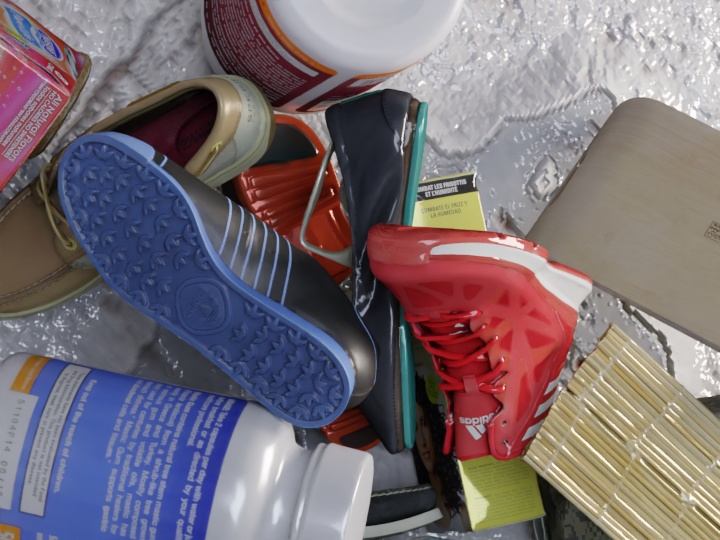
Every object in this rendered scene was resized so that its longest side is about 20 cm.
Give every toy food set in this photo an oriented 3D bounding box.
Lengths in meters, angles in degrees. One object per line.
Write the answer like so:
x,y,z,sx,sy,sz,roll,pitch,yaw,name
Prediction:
0.200,-0.003,1.588,0.200,0.060,0.144,28,54,14,toy food set

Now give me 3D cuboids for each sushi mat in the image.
0.182,0.127,1.512,0.200,0.012,0.096,42,72,-13,sushi mat

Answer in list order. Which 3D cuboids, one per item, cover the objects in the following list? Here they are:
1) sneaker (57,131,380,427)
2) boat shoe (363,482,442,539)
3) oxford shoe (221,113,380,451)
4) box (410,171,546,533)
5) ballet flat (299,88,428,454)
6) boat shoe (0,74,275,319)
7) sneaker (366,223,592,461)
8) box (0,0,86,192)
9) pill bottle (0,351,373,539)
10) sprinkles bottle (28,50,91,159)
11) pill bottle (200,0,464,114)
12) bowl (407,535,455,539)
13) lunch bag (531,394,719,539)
-0.072,0.000,1.438,0.200,0.078,0.070,45,112,3,sneaker
-0.050,0.125,1.531,0.200,0.072,0.068,0,84,-14,boat shoe
-0.030,0.006,1.554,0.071,0.073,0.200,-20,101,-21,oxford shoe
0.053,0.048,1.571,0.050,0.075,0.200,-10,86,-20,box
0.000,0.000,1.496,0.073,0.073,0.200,-1,99,-18,ballet flat
-0.142,-0.045,1.485,0.200,0.066,0.074,-37,74,11,boat shoe
0.063,0.043,1.457,0.200,0.078,0.116,17,80,-55,sneaker
-0.241,-0.053,1.437,0.095,0.100,0.200,37,102,-10,box
-0.099,0.115,1.433,0.200,0.112,0.112,12,80,8,pill bottle
-0.247,-0.139,1.499,0.200,0.068,0.068,31,76,-13,sprinkles bottle
-0.023,-0.147,1.501,0.113,0.200,0.113,2,83,-17,pill bottle
0.021,0.219,1.498,0.201,0.201,0.105,-29,72,-18,bowl
0.194,0.179,1.581,0.164,0.118,0.200,-10,93,-22,lunch bag
